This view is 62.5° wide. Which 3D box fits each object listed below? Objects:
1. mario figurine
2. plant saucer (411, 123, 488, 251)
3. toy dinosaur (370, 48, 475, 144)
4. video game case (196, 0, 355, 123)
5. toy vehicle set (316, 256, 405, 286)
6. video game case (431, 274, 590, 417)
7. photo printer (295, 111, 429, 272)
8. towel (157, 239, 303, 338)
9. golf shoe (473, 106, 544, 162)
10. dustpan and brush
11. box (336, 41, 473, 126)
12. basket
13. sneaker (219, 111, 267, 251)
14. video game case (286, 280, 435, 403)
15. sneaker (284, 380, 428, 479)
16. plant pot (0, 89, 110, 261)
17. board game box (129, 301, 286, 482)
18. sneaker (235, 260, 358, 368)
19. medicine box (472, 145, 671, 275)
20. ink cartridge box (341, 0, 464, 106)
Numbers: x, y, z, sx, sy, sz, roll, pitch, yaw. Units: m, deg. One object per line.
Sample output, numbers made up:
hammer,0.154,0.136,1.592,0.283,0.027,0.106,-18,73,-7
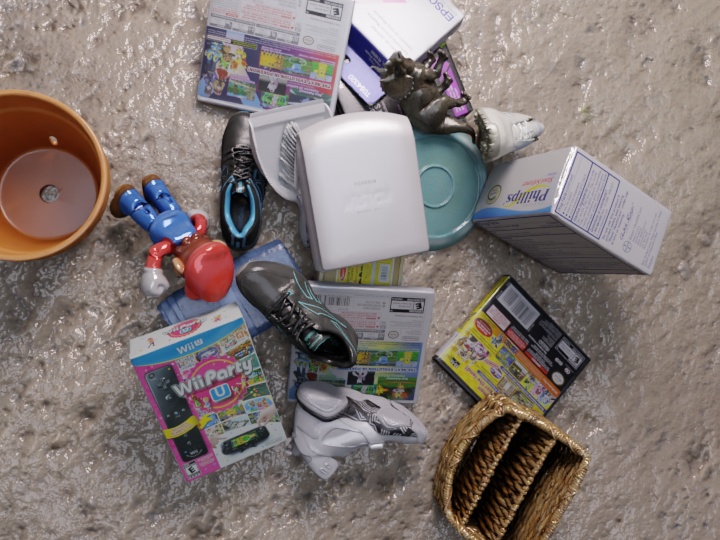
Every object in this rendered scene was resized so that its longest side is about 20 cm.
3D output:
mario figurine,-0.250,-0.029,0.801,0.123,0.106,0.200,-42,74,-4
plant saucer,0.110,-0.128,0.907,0.199,0.027,0.201,-2,99,-15
toy dinosaur,0.094,-0.250,0.857,0.102,0.077,0.200,-43,127,0
video game case,-0.122,-0.315,0.852,0.199,0.023,0.183,10,104,-7
toy vehicle set,0.000,0.000,0.873,0.124,0.027,0.201,6,98,-12
video game case,0.241,0.140,0.941,0.200,0.025,0.181,45,79,-8
photo printer,0.002,-0.111,0.805,0.166,0.069,0.201,-10,101,-10
towel,-0.175,0.045,0.844,0.200,0.049,0.112,-30,94,-11
golf shoe,0.216,-0.205,0.860,0.097,0.200,0.079,-8,104,16
dustpan and brush,-0.088,-0.129,0.849,0.139,0.057,0.201,-25,133,-37
box,0.058,-0.275,0.917,0.199,0.036,0.143,-24,92,-10
basket,0.201,0.290,0.848,0.142,0.149,0.200,30,93,-9
sneaker,-0.161,-0.130,0.839,0.073,0.082,0.201,-1,86,-10
video game case,-0.001,0.108,0.863,0.199,0.022,0.183,4,107,-12
sneaker,-0.010,0.238,0.851,0.199,0.075,0.115,19,101,-11
plant pot,-0.413,-0.107,0.754,0.199,0.140,0.201,1,86,-12
board game box,-0.200,0.162,0.793,0.147,0.064,0.201,-21,112,-13
sneaker,-0.076,0.059,0.779,0.200,0.079,0.075,37,99,-17
medicine box,0.303,-0.078,0.868,0.200,0.182,0.103,27,81,-21
ink cartridge box,0.019,-0.380,0.885,0.196,0.043,0.200,45,75,1
